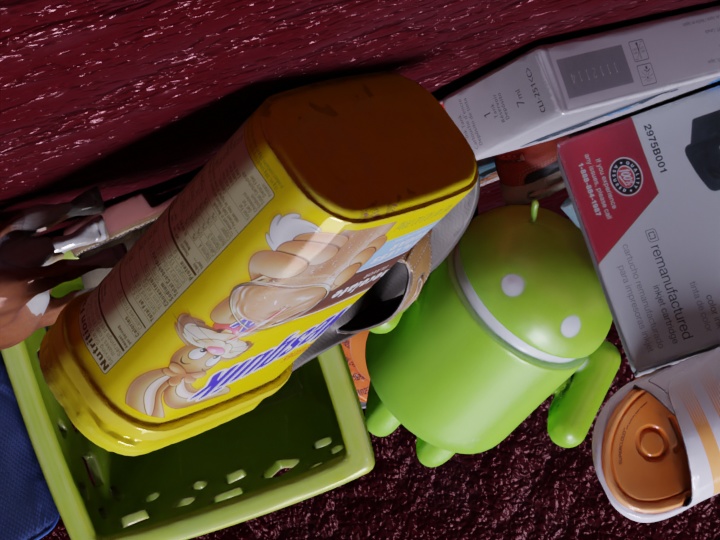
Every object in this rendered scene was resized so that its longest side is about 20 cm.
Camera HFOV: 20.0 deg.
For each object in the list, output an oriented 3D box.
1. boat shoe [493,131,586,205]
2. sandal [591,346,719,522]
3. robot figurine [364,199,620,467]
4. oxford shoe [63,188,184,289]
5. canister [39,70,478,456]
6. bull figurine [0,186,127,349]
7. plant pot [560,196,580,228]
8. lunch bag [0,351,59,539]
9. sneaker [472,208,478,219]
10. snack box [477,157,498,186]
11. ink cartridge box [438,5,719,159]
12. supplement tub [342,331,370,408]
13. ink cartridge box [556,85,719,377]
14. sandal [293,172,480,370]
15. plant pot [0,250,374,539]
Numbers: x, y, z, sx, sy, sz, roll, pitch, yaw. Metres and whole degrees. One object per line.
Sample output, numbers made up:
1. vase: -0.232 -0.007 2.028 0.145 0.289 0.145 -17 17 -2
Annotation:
1. boat shoe: 0.173 -0.094 1.342 0.200 0.063 0.071 -16 -164 -27
2. sandal: 0.224 0.071 1.165 0.206 0.079 0.059 -24 172 -20
3. robot figurine: 0.082 0.039 1.315 0.200 0.175 0.116 -47 -163 34
4. oxford shoe: -0.072 -0.023 1.184 0.200 0.074 0.071 -19 177 21
5. canister: -0.050 -0.005 1.014 0.148 0.087 0.200 -19 160 -51
6. bull figurine: -0.190 0.006 1.113 0.121 0.065 0.200 -21 179 -9
7. plant pot: 0.307 -0.039 1.466 0.196 0.200 0.196 -40 -170 -29
8. lunch bag: -0.284 0.113 1.243 0.132 0.200 0.136 -16 -177 22
9. sneaker: 0.033 -0.033 1.365 0.084 0.077 0.200 -34 145 28
10. snack box: 0.058 -0.073 1.444 0.200 0.037 0.116 -20 176 42
11. ink cartridge box: 0.128 -0.104 1.207 0.200 0.045 0.176 -16 176 -36
12. supplement tub: -0.031 0.032 1.509 0.122 0.123 0.200 -16 -163 -31
13. ink cartridge box: 0.233 -0.039 1.210 0.200 0.146 0.083 -20 173 4
14. sandal: 0.000 0.000 1.202 0.200 0.082 0.055 -37 -147 -18
15. plant pot: -0.108 0.054 1.327 0.199 0.200 0.181 -18 -175 4
